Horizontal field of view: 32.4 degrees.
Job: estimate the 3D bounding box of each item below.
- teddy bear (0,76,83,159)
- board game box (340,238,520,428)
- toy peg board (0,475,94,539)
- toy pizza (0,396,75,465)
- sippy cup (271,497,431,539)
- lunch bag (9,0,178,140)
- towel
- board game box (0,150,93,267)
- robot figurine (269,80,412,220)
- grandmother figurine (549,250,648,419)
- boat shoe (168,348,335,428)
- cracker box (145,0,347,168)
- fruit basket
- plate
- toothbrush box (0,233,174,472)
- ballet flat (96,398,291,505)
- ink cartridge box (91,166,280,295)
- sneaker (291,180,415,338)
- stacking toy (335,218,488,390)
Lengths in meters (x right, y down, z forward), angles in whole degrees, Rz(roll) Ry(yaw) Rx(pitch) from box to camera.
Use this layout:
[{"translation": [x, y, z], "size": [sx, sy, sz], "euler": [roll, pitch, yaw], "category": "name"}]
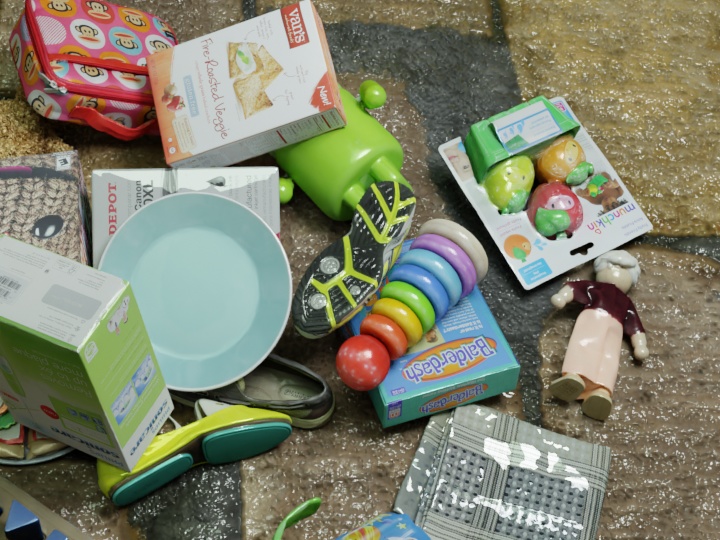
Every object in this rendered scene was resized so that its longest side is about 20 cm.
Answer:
[{"translation": [-0.396, -0.152, 1.419], "size": [0.199, 0.067, 0.145], "euler": [-35, 68, -24], "category": "teddy bear"}, {"translation": [0.060, 0.057, 1.318], "size": [0.150, 0.045, 0.201], "euler": [-14, 50, -13], "category": "board game box"}, {"translation": [-0.333, 0.290, 1.112], "size": [0.199, 0.098, 0.200], "euler": [30, 59, 14], "category": "toy peg board"}, {"translation": [-0.342, 0.103, 1.274], "size": [0.197, 0.032, 0.202], "euler": [2, 56, -4], "category": "toy pizza"}, {"translation": [0.007, 0.292, 1.127], "size": [0.130, 0.139, 0.179], "euler": [-31, 102, -35], "category": "sippy cup"}, {"translation": [-0.294, -0.226, 1.428], "size": [0.198, 0.082, 0.177], "euler": [3, 52, -39], "category": "lunch bag"}, {"translation": [0.140, 0.225, 1.233], "size": [0.198, 0.035, 0.194], "euler": [18, 57, 8], "category": "towel"}, {"translation": [-0.363, -0.016, 1.288], "size": [0.157, 0.098, 0.201], "euler": [-8, 46, -6], "category": "board game box"}, {"translation": [-0.031, -0.138, 1.410], "size": [0.176, 0.116, 0.200], "euler": [-46, 68, 6], "category": "robot figurine"}, {"translation": [0.259, 0.056, 1.346], "size": [0.121, 0.060, 0.201], "euler": [36, 53, -14], "category": "grandmother figurine"}, {"translation": [-0.121, 0.106, 1.271], "size": [0.197, 0.065, 0.074], "euler": [10, 57, 3], "category": "boat shoe"}, {"translation": [-0.126, -0.197, 1.358], "size": [0.198, 0.058, 0.135], "euler": [-18, 71, 8], "category": "cracker box"}, {"translation": [0.213, -0.098, 1.421], "size": [0.184, 0.094, 0.201], "euler": [-23, 64, -19], "category": "fruit basket"}, {"translation": [-0.167, 0.021, 1.250], "size": [0.197, 0.026, 0.203], "euler": [0, 81, -2], "category": "plate"}, {"translation": [-0.270, 0.079, 1.145], "size": [0.144, 0.201, 0.086], "euler": [19, 57, 19], "category": "toothbrush box"}, {"translation": [-0.168, 0.165, 1.229], "size": [0.198, 0.067, 0.067], "euler": [-20, 57, -15], "category": "ballet flat"}, {"translation": [-0.184, -0.031, 1.314], "size": [0.197, 0.083, 0.147], "euler": [-2, 86, -7], "category": "ink cartridge box"}, {"translation": [0.000, 0.000, 1.287], "size": [0.075, 0.077, 0.200], "euler": [27, 60, 19], "category": "sneaker"}, {"translation": [0.045, 0.040, 1.253], "size": [0.085, 0.086, 0.200], "euler": [31, 59, 16], "category": "stacking toy"}]
